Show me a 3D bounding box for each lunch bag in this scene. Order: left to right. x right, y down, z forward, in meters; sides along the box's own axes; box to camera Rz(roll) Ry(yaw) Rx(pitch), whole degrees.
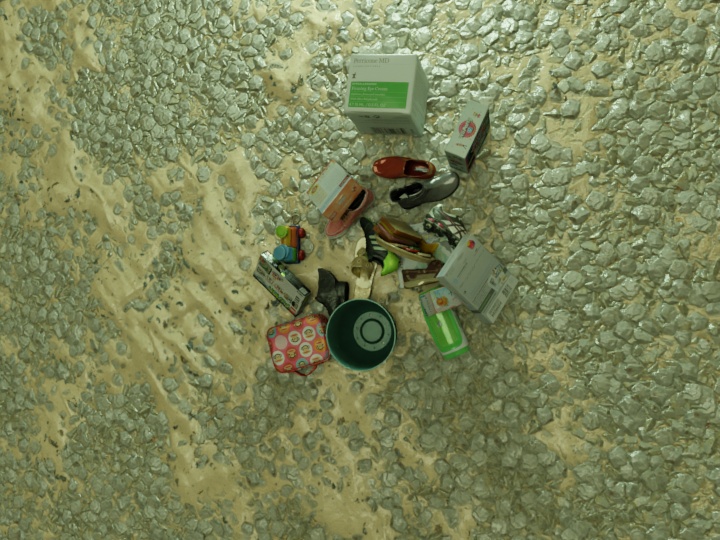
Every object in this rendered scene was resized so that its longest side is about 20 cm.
[{"bbox_3d":[-0.181,0.237,1.632,0.199,0.082,0.177,-16,84,14],"label":"lunch bag"}]

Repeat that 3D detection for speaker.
[{"bbox_3d":[0.239,0.149,1.517,0.088,0.088,0.201,-25,82,13],"label":"speaker"}]

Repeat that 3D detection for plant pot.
[{"bbox_3d":[0.017,0.181,1.536,0.199,0.161,0.202,-1,87,13],"label":"plant pot"}]

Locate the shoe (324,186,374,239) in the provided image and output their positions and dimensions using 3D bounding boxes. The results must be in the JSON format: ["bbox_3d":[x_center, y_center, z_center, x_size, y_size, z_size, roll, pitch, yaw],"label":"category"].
[{"bbox_3d":[-0.044,-0.177,1.603,0.200,0.091,0.072,-42,78,10],"label":"shoe"}]

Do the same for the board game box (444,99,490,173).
[{"bbox_3d":[0.298,-0.363,1.457,0.064,0.200,0.148,26,95,15],"label":"board game box"}]

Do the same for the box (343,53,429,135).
[{"bbox_3d":[0.080,-0.504,1.524,0.198,0.200,0.173,7,88,17],"label":"box"}]

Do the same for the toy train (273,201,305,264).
[{"bbox_3d":[-0.229,-0.123,1.640,0.084,0.116,0.202,0,88,15],"label":"toy train"}]

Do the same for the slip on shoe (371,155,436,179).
[{"bbox_3d":[0.126,-0.308,1.577,0.199,0.061,0.075,8,92,17],"label":"slip on shoe"}]

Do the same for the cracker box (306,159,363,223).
[{"bbox_3d":[-0.080,-0.238,1.572,0.058,0.200,0.134,35,101,-30],"label":"cracker box"}]

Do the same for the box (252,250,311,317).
[{"bbox_3d":[-0.249,0.041,1.653,0.200,0.035,0.110,42,135,13],"label":"box"}]

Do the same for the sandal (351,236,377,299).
[{"bbox_3d":[0.006,0.000,1.594,0.077,0.070,0.213,4,89,16],"label":"sandal"}]

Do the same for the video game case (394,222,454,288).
[{"bbox_3d":[0.199,-0.053,1.567,0.199,0.022,0.184,-11,85,15],"label":"video game case"}]

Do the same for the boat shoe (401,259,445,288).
[{"bbox_3d":[0.213,-0.001,1.516,0.199,0.072,0.073,-15,86,22],"label":"boat shoe"}]

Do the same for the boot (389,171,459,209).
[{"bbox_3d":[0.189,-0.232,1.519,0.199,0.132,0.070,-27,81,13],"label":"boot"}]

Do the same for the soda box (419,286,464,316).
[{"bbox_3d":[0.267,0.067,1.467,0.199,0.068,0.064,-16,82,-24],"label":"soda box"}]

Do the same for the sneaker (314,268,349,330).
[{"bbox_3d":[-0.093,0.096,1.627,0.103,0.060,0.201,4,86,17],"label":"sneaker"}]

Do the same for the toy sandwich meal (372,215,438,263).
[{"bbox_3d":[0.129,-0.087,1.484,0.204,0.205,0.071,24,103,15],"label":"toy sandwich meal"}]

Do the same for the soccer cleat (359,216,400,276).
[{"bbox_3d":[0.041,-0.075,1.575,0.081,0.068,0.201,-30,70,-8],"label":"soccer cleat"}]

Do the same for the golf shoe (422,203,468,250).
[{"bbox_3d":[0.276,-0.110,1.500,0.199,0.077,0.088,36,73,-1],"label":"golf shoe"}]

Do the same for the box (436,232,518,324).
[{"bbox_3d":[0.320,0.024,1.431,0.200,0.041,0.156,42,70,-15],"label":"box"}]
